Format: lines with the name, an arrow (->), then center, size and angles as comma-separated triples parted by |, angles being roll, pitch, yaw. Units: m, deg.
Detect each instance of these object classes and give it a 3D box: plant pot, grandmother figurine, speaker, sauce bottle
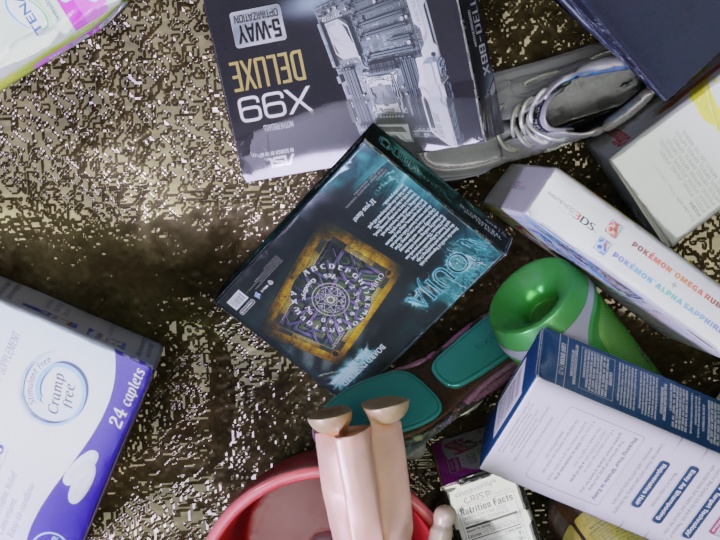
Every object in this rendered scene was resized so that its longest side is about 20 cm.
plant pot -> -0.024, 0.223, 1.650 | 0.199, 0.177, 0.202 | 0, 99, -2
grandmother figurine -> 0.008, 0.193, 1.529 | 0.120, 0.061, 0.201 | -10, 97, 9
speaker -> 0.177, 0.082, 1.648 | 0.088, 0.089, 0.200 | -38, 122, 4
sauce bottle -> 0.181, 0.197, 1.651 | 0.064, 0.200, 0.065 | -18, 137, -18

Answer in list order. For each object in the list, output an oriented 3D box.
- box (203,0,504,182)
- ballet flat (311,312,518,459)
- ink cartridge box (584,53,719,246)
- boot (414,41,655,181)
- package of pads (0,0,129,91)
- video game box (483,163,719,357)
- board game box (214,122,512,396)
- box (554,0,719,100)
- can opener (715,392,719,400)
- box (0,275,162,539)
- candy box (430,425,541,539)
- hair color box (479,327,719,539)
box -> -0.007, -0.158, 1.621 | 0.199, 0.050, 0.159 | -7, 100, 23
ballet flat -> 0.053, 0.098, 1.663 | 0.199, 0.071, 0.069 | -31, 55, -23
ink cartridge box -> 0.272, -0.115, 1.621 | 0.200, 0.145, 0.084 | -37, 97, 4
boot -> 0.124, -0.119, 1.641 | 0.199, 0.096, 0.074 | -24, 99, 2
package of pads -> -0.282, -0.210, 1.631 | 0.199, 0.068, 0.155 | -31, 97, 4
video game box -> 0.185, -0.010, 1.609 | 0.182, 0.200, 0.047 | 33, 90, -7
board game box -> 0.000, 0.000, 1.644 | 0.135, 0.028, 0.200 | 39, 125, -9
box -> 0.161, -0.252, 1.538 | 0.117, 0.200, 0.197 | -43, 122, 5
can opener -> 0.312, 0.078, 1.669 | 0.201, 0.052, 0.067 | -56, 135, -18
box -> -0.274, 0.107, 1.662 | 0.199, 0.105, 0.185 | 23, 97, -4
candy box -> 0.113, 0.229, 1.675 | 0.061, 0.136, 0.201 | -18, 98, 1
hair color box -> 0.196, 0.128, 1.578 | 0.199, 0.061, 0.100 | 23, 128, -7
